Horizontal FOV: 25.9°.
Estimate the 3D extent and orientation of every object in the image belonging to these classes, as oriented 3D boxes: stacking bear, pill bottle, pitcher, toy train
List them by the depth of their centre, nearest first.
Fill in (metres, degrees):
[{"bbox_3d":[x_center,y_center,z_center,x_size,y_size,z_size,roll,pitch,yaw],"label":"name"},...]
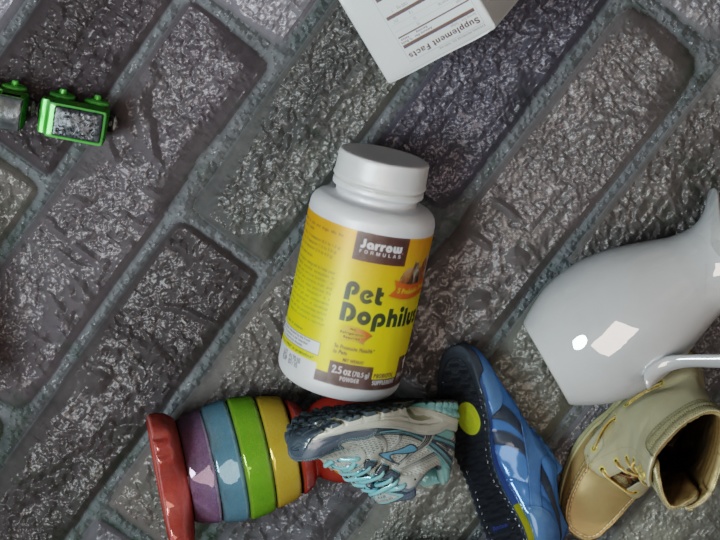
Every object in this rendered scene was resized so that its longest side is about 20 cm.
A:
[{"bbox_3d":[-0.301,-0.137,1.300,0.197,0.056,0.042,10,105,-5],"label":"toy train"},{"bbox_3d":[0.250,0.044,1.311,0.199,0.172,0.122,-30,132,5],"label":"pitcher"},{"bbox_3d":[0.000,0.000,1.319,0.108,0.109,0.203,11,105,-5],"label":"pill bottle"},{"bbox_3d":[-0.079,0.159,1.363,0.197,0.114,0.123,-11,105,-10],"label":"stacking bear"}]

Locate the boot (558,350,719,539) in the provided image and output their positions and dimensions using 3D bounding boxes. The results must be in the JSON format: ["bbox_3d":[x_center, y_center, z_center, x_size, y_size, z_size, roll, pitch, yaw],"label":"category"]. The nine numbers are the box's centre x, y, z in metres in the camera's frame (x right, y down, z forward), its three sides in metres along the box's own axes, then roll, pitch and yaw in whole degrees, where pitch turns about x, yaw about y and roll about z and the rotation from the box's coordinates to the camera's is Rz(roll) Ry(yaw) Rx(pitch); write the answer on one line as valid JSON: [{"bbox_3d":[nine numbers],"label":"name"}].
[{"bbox_3d":[0.243,0.174,1.350,0.072,0.156,0.201,30,105,-11],"label":"boot"}]

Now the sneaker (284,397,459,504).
[{"bbox_3d":[0.018,0.153,1.304,0.077,0.199,0.088,-5,86,42],"label":"sneaker"}]

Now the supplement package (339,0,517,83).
[{"bbox_3d":[0.031,-0.272,1.228,0.109,0.114,0.201,-23,108,34],"label":"supplement package"}]

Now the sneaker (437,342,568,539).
[{"bbox_3d":[0.130,0.156,1.395,0.078,0.066,0.202,-20,89,-36],"label":"sneaker"}]
